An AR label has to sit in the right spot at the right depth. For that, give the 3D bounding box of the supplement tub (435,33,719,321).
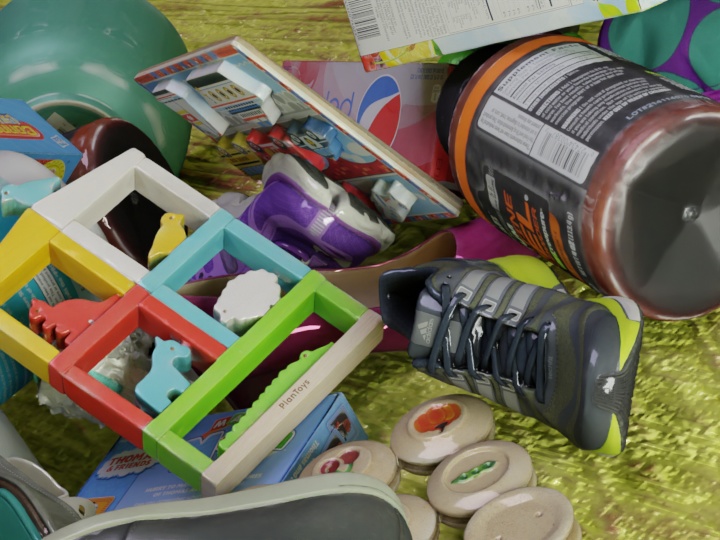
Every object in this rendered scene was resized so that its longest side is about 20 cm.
[{"bbox_3d":[0.112,-0.054,1.251,0.107,0.107,0.200,-36,30,-11],"label":"supplement tub"}]

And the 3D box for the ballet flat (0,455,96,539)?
[{"bbox_3d":[-0.159,0.121,1.220,0.064,0.068,0.200,-11,21,-32],"label":"ballet flat"}]

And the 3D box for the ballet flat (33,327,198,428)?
[{"bbox_3d":[-0.114,0.057,1.358,0.072,0.072,0.200,-26,-3,13],"label":"ballet flat"}]

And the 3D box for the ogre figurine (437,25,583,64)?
[{"bbox_3d":[0.095,-0.150,1.499,0.098,0.201,0.120,8,-2,-22],"label":"ogre figurine"}]

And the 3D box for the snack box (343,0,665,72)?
[{"bbox_3d":[0.114,-0.167,1.310,0.168,0.068,0.200,-26,10,-40],"label":"snack box"}]

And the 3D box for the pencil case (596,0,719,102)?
[{"bbox_3d":[0.218,-0.115,1.291,0.200,0.085,0.093,-9,49,44],"label":"pencil case"}]

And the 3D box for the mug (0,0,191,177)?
[{"bbox_3d":[-0.185,-0.084,1.676,0.151,0.186,0.115,-4,30,2],"label":"mug"}]

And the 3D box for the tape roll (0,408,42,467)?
[{"bbox_3d":[-0.265,0.150,1.381,0.202,0.071,0.203,-26,24,12],"label":"tape roll"}]

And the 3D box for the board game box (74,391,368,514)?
[{"bbox_3d":[-0.101,0.143,1.235,0.151,0.037,0.200,-12,31,38],"label":"board game box"}]

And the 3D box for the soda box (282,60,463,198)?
[{"bbox_3d":[0.020,-0.080,1.437,0.200,0.063,0.070,8,88,61],"label":"soda box"}]

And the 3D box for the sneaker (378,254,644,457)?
[{"bbox_3d":[0.067,0.037,1.162,0.081,0.074,0.200,5,7,-20],"label":"sneaker"}]

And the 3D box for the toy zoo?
[{"bbox_3d":[-0.105,0.016,1.269,0.200,0.020,0.131,33,57,20],"label":"toy zoo"}]

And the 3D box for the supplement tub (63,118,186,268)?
[{"bbox_3d":[-0.214,-0.014,1.577,0.199,0.107,0.107,-20,26,25],"label":"supplement tub"}]

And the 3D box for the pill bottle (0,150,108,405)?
[{"bbox_3d":[-0.230,0.034,1.340,0.200,0.111,0.111,-41,25,-26],"label":"pill bottle"}]

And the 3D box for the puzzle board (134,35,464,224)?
[{"bbox_3d":[-0.040,-0.068,1.393,0.017,0.151,0.200,-58,16,-12],"label":"puzzle board"}]

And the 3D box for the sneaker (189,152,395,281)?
[{"bbox_3d":[-0.047,-0.003,1.408,0.084,0.081,0.200,-59,12,-22],"label":"sneaker"}]

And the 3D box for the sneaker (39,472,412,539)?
[{"bbox_3d":[-0.072,0.151,1.043,0.199,0.075,0.106,-19,31,4],"label":"sneaker"}]

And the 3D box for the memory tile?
[{"bbox_3d":[-0.012,0.127,1.130,0.199,0.017,0.153,-26,31,-7],"label":"memory tile"}]

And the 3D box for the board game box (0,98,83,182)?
[{"bbox_3d":[-0.273,-0.004,1.428,0.196,0.056,0.200,-56,-20,17],"label":"board game box"}]

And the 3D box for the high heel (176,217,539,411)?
[{"bbox_3d":[0.000,0.000,1.317,0.200,0.096,0.067,-31,23,3],"label":"high heel"}]
